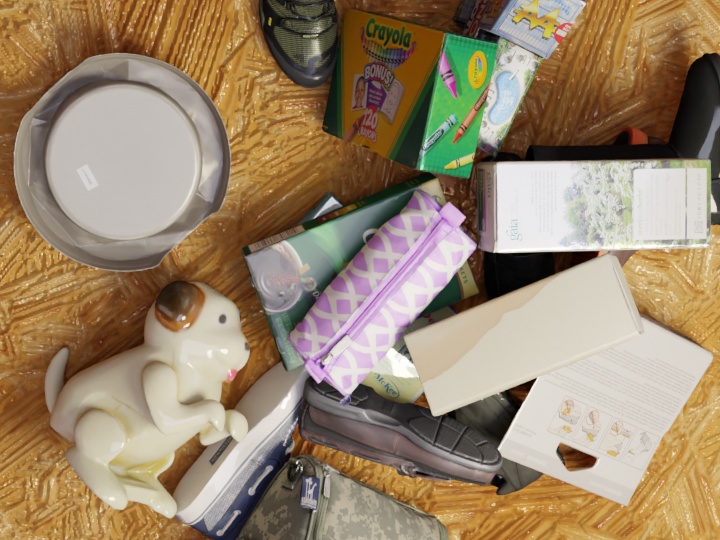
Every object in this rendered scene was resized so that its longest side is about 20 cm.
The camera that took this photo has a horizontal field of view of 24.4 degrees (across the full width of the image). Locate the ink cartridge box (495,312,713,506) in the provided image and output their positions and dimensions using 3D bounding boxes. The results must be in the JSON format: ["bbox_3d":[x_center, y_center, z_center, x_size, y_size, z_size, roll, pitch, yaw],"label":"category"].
[{"bbox_3d":[0.228,0.119,1.616,0.199,0.045,0.177,25,99,-37],"label":"ink cartridge box"}]

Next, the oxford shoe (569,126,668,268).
[{"bbox_3d":[0.257,-0.033,1.619,0.072,0.071,0.202,18,97,-14],"label":"oxford shoe"}]

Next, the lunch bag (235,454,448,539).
[{"bbox_3d":[-0.021,0.282,1.591,0.199,0.139,0.169,29,80,-34],"label":"lunch bag"}]

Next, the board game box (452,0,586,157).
[{"bbox_3d":[0.129,-0.211,1.499,0.061,0.200,0.202,23,97,-12],"label":"board game box"}]

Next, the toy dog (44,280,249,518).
[{"bbox_3d":[-0.184,0.105,1.565,0.200,0.194,0.139,-50,147,4],"label":"toy dog"}]

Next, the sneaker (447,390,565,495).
[{"bbox_3d":[0.117,0.150,1.620,0.090,0.076,0.200,-37,117,8],"label":"sneaker"}]

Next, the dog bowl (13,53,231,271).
[{"bbox_3d":[-0.220,-0.102,1.546,0.198,0.059,0.202,-1,101,-7],"label":"dog bowl"}]

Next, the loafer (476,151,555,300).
[{"bbox_3d":[0.152,-0.013,1.607,0.067,0.070,0.203,-13,102,-5],"label":"loafer"}]

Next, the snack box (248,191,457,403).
[{"bbox_3d":[0.003,0.034,1.613,0.200,0.037,0.116,43,92,-13],"label":"snack box"}]

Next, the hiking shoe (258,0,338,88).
[{"bbox_3d":[-0.057,-0.264,1.515,0.075,0.101,0.202,-8,102,-5],"label":"hiking shoe"}]

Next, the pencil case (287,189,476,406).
[{"bbox_3d":[0.018,0.020,1.503,0.084,0.085,0.200,40,90,8],"label":"pencil case"}]

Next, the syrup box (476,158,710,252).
[{"bbox_3d":[0.205,-0.059,1.479,0.198,0.081,0.080,-1,94,-7],"label":"syrup box"}]

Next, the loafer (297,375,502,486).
[{"bbox_3d":[0.034,0.160,1.561,0.198,0.072,0.064,22,114,10],"label":"loafer"}]

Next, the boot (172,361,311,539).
[{"bbox_3d":[-0.091,0.180,1.621,0.090,0.073,0.200,38,97,-26],"label":"boot"}]

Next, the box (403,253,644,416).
[{"bbox_3d":[0.149,0.058,1.497,0.198,0.095,0.078,-23,84,11],"label":"box"}]

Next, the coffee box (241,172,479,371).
[{"bbox_3d":[0.000,0.000,1.564,0.198,0.044,0.124,-21,102,-5],"label":"coffee box"}]

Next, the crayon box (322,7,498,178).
[{"bbox_3d":[0.041,-0.162,1.495,0.058,0.200,0.120,7,101,-28],"label":"crayon box"}]

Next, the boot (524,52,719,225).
[{"bbox_3d":[0.249,-0.112,1.554,0.198,0.066,0.167,-6,89,-4],"label":"boot"}]
